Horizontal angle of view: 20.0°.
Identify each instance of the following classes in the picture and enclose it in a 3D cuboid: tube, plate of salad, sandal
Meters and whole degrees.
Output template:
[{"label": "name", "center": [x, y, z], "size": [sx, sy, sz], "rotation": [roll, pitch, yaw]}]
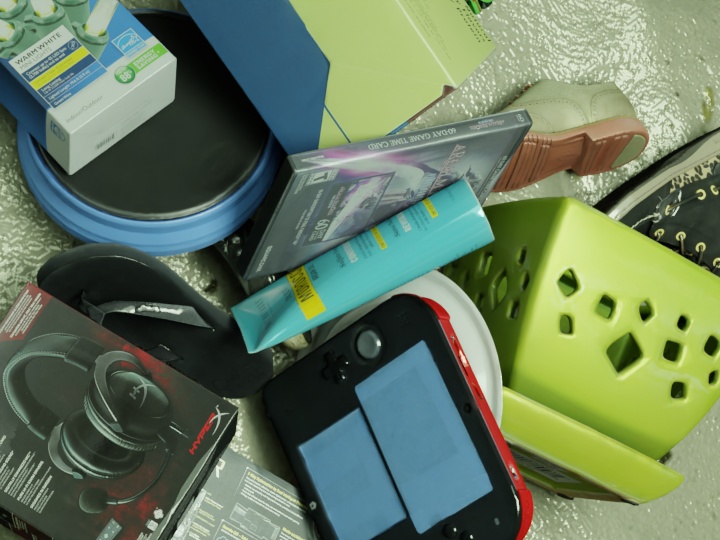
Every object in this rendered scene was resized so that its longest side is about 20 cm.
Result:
[{"label": "tube", "center": [0.000, 0.000, 1.494], "size": [0.199, 0.078, 0.051], "rotation": [-27, 112, -1]}, {"label": "plate of salad", "center": [0.030, 0.094, 1.529], "size": [0.048, 0.199, 0.202], "rotation": [4, 77, -52]}, {"label": "sandal", "center": [-0.145, 0.041, 1.496], "size": [0.199, 0.076, 0.043], "rotation": [29, 35, -26]}]

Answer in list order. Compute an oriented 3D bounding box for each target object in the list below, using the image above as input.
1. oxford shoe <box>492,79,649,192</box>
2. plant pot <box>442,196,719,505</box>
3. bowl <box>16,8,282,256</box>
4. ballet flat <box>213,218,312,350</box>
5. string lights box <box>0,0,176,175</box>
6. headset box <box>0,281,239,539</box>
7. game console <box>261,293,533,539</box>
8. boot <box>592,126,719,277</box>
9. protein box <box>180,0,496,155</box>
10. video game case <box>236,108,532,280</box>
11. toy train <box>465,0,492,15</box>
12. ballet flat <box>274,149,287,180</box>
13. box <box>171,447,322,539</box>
[{"label": "oxford shoe", "center": [0.137, -0.115, 1.683], "size": [0.198, 0.071, 0.074], "rotation": [-6, 57, -24]}, {"label": "plant pot", "center": [0.163, 0.070, 1.583], "size": [0.199, 0.199, 0.183], "rotation": [26, 78, -19]}, {"label": "bowl", "center": [-0.156, -0.108, 1.515], "size": [0.198, 0.039, 0.203], "rotation": [3, 62, -5]}, {"label": "ballet flat", "center": [-0.104, -0.019, 1.560], "size": [0.057, 0.066, 0.201], "rotation": [-37, 90, 5]}, {"label": "string lights box", "center": [-0.237, -0.176, 1.484], "size": [0.103, 0.059, 0.200], "rotation": [-39, 73, -24]}, {"label": "headset box", "center": [-0.207, 0.117, 1.445], "size": [0.199, 0.077, 0.150], "rotation": [31, 70, 5]}, {"label": "game console", "center": [0.024, 0.136, 1.478], "size": [0.031, 0.176, 0.201], "rotation": [2, 59, -57]}, {"label": "boot", "center": [0.275, -0.017, 1.714], "size": [0.199, 0.073, 0.151], "rotation": [-34, 95, -30]}, {"label": "protein box", "center": [-0.019, -0.195, 1.525], "size": [0.134, 0.200, 0.199], "rotation": [-34, 95, 18]}, {"label": "video game case", "center": [0.017, -0.056, 1.491], "size": [0.198, 0.143, 0.019], "rotation": [-12, 63, -27]}, {"label": "toy train", "center": [0.054, -0.285, 1.640], "size": [0.056, 0.042, 0.201], "rotation": [-36, 124, -11]}, {"label": "ballet flat", "center": [-0.006, -0.040, 1.594], "size": [0.068, 0.068, 0.201], "rotation": [-31, 93, -27]}, {"label": "box", "center": [-0.106, 0.222, 1.514], "size": [0.199, 0.043, 0.161], "rotation": [31, 69, -16]}]
